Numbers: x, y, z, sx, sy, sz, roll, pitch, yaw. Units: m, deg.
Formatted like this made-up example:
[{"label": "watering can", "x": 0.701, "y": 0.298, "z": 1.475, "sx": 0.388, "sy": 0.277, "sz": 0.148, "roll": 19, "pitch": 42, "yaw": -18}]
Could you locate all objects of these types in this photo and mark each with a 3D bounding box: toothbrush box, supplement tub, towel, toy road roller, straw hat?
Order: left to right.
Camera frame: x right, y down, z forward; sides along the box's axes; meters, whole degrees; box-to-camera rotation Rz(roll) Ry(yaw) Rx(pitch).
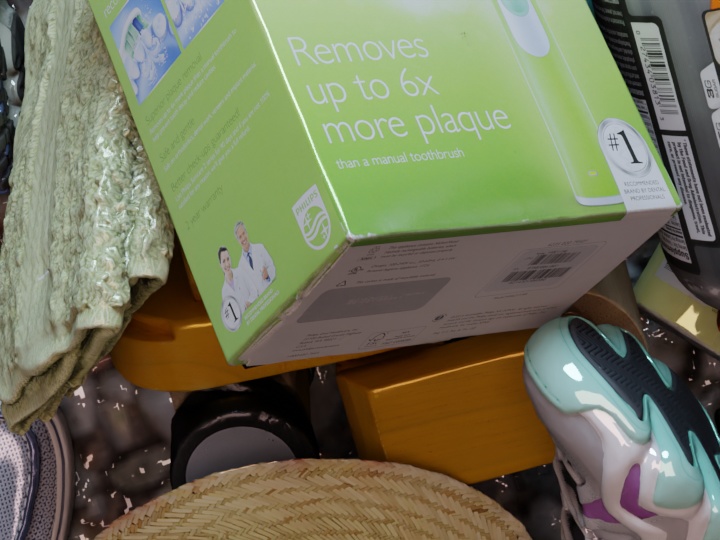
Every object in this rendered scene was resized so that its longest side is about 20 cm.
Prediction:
[{"label": "towel", "x": -0.099, "y": -0.049, "z": 0.953, "sx": 0.036, "sy": 0.148, "sz": 0.201, "roll": 15, "pitch": 64, "yaw": -19}, {"label": "straw hat", "x": -0.019, "y": 0.164, "z": 0.959, "sx": 0.199, "sy": 0.202, "sz": 0.086, "roll": -10, "pitch": 49, "yaw": 5}, {"label": "toothbrush box", "x": -0.003, "y": -0.080, "z": 0.873, "sx": 0.086, "sy": 0.145, "sz": 0.201, "roll": -46, "pitch": 59, "yaw": 44}, {"label": "toy road roller", "x": 0.000, "y": 0.000, "z": 0.964, "sx": 0.198, "sy": 0.123, "sz": 0.147, "roll": -12, "pitch": 116, "yaw": 4}, {"label": "supplement tub", "x": 0.152, "y": -0.070, "z": 0.911, "sx": 0.122, "sy": 0.123, "sz": 0.201, "roll": -17, "pitch": 109, "yaw": 5}]

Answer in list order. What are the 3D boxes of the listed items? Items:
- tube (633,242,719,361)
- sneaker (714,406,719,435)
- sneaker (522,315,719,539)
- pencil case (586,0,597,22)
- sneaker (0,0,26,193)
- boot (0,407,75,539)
[{"label": "tube", "x": 0.179, "y": -0.059, "z": 1.010, "sx": 0.058, "sy": 0.052, "sz": 0.201, "roll": 30, "pitch": 92, "yaw": -39}, {"label": "sneaker", "x": 0.218, "y": 0.127, "z": 1.000, "sx": 0.086, "sy": 0.075, "sz": 0.201, "roll": -27, "pitch": 91, "yaw": 6}, {"label": "sneaker", "x": 0.081, "y": 0.114, "z": 0.918, "sx": 0.139, "sy": 0.078, "sz": 0.200, "roll": -34, "pitch": 121, "yaw": 16}, {"label": "pencil case", "x": 0.088, "y": -0.147, "z": 0.987, "sx": 0.085, "sy": 0.092, "sz": 0.201, "roll": 33, "pitch": 94, "yaw": 2}, {"label": "sneaker", "x": -0.184, "y": -0.128, "z": 1.019, "sx": 0.084, "sy": 0.077, "sz": 0.202, "roll": -5, "pitch": 92, "yaw": 9}, {"label": "boot", "x": -0.172, "y": 0.142, "z": 1.024, "sx": 0.072, "sy": 0.090, "sz": 0.201, "roll": 20, "pitch": 95, "yaw": 3}]
